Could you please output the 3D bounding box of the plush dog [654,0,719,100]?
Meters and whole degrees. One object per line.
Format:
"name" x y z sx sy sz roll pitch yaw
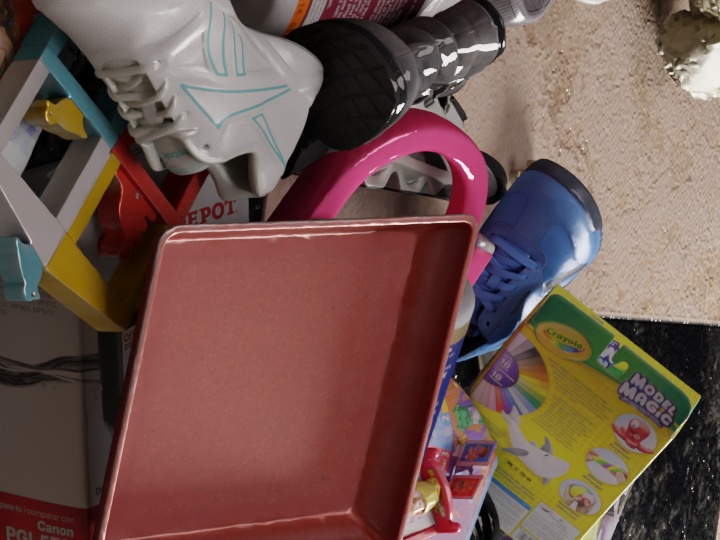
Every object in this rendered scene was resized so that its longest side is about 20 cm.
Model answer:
"plush dog" 0.268 -0.245 1.927 0.200 0.160 0.172 59 23 -46

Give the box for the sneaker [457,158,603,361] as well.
"sneaker" 0.090 0.003 1.690 0.078 0.066 0.200 -42 171 -27

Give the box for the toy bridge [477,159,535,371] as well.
"toy bridge" 0.104 0.026 1.825 0.067 0.027 0.201 -3 99 -55

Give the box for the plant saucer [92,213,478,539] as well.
"plant saucer" -0.046 0.061 1.384 0.200 0.037 0.200 -4 115 -39

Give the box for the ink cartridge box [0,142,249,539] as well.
"ink cartridge box" -0.129 0.047 1.428 0.147 0.083 0.201 -22 115 -52

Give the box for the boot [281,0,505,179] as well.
"boot" 0.022 -0.113 1.448 0.131 0.200 0.070 -26 94 -19

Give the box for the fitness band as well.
"fitness band" 0.000 0.000 1.583 0.143 0.037 0.200 28 99 -46

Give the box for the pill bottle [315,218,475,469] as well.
"pill bottle" -0.018 0.082 1.522 0.116 0.116 0.201 -16 130 -54

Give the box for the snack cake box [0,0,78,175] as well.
"snack cake box" -0.203 -0.100 1.297 0.115 0.067 0.200 47 59 -48

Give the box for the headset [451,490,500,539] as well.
"headset" 0.028 0.184 1.728 0.124 0.094 0.200 -49 120 -30

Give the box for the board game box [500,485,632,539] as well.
"board game box" 0.136 0.180 1.910 0.120 0.032 0.200 49 57 -44

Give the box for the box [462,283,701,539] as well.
"box" 0.126 0.092 1.704 0.048 0.117 0.200 -49 176 -39

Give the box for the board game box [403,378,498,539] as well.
"board game box" 0.012 0.138 1.640 0.158 0.039 0.200 32 68 -26

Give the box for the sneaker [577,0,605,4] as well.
"sneaker" 0.130 -0.259 1.608 0.083 0.081 0.201 16 68 -38

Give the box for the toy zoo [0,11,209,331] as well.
"toy zoo" -0.124 -0.064 1.326 0.131 0.020 0.200 54 50 -39

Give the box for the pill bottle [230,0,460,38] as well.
"pill bottle" -0.027 -0.175 1.504 0.200 0.114 0.115 -14 109 -54

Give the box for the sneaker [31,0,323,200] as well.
"sneaker" -0.086 -0.092 1.303 0.200 0.070 0.081 29 70 -51

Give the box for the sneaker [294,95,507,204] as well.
"sneaker" 0.033 -0.088 1.648 0.200 0.074 0.089 8 92 -57

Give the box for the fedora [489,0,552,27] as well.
"fedora" 0.076 -0.216 1.668 0.177 0.090 0.201 -2 99 -56
